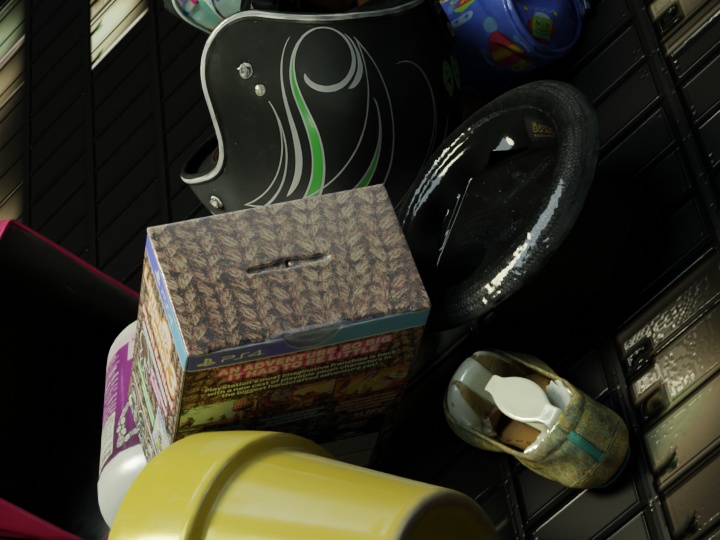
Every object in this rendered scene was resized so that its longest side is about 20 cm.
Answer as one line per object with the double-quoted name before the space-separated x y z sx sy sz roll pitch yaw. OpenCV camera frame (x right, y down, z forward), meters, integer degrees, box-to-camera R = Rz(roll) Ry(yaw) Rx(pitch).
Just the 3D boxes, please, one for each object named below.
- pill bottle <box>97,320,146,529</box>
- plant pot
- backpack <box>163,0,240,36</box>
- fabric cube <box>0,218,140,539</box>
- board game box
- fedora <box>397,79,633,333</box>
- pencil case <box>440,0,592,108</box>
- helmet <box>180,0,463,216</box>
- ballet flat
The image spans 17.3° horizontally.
"pill bottle" -0.133 0.134 1.709 0.112 0.112 0.201 -39 34 29
"plant pot" -0.022 0.197 1.418 0.188 0.201 0.202 -2 58 37
"backpack" -0.052 -0.263 1.911 0.201 0.177 0.150 -58 30 2
"fabric cube" -0.287 0.093 1.897 0.199 0.196 0.201 -4 59 55
"board game box" -0.058 0.053 1.524 0.200 0.159 0.097 106 149 -55
"fedora" 0.106 -0.025 1.523 0.200 0.091 0.201 -42 30 31
"pencil case" 0.072 -0.164 1.726 0.200 0.078 0.087 -23 50 45
"helmet" -0.028 -0.108 1.649 0.200 0.199 0.192 -134 39 -60
"ballet flat" 0.094 0.082 1.465 0.071 0.071 0.200 -59 29 -3
